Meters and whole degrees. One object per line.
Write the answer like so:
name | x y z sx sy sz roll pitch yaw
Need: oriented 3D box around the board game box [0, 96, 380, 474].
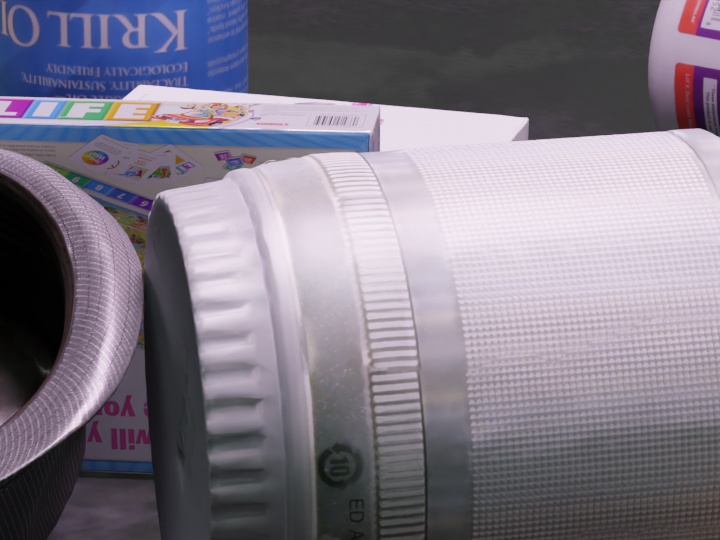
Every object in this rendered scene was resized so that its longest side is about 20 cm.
board game box | -0.093 0.006 1.045 0.199 0.135 0.034 2 19 5

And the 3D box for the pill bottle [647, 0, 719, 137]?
pill bottle | 0.242 -0.090 1.348 0.199 0.113 0.112 14 24 33

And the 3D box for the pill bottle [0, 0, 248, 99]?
pill bottle | -0.101 -0.083 1.196 0.112 0.201 0.112 -1 19 0

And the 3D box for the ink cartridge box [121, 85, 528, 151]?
ink cartridge box | 0.000 0.000 1.091 0.199 0.116 0.068 6 21 15

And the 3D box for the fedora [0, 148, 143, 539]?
fedora | -0.150 0.047 0.959 0.176 0.090 0.200 -21 41 -6

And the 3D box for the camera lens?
camera lens | 0.039 0.040 0.911 0.199 0.161 0.160 -4 20 -11
